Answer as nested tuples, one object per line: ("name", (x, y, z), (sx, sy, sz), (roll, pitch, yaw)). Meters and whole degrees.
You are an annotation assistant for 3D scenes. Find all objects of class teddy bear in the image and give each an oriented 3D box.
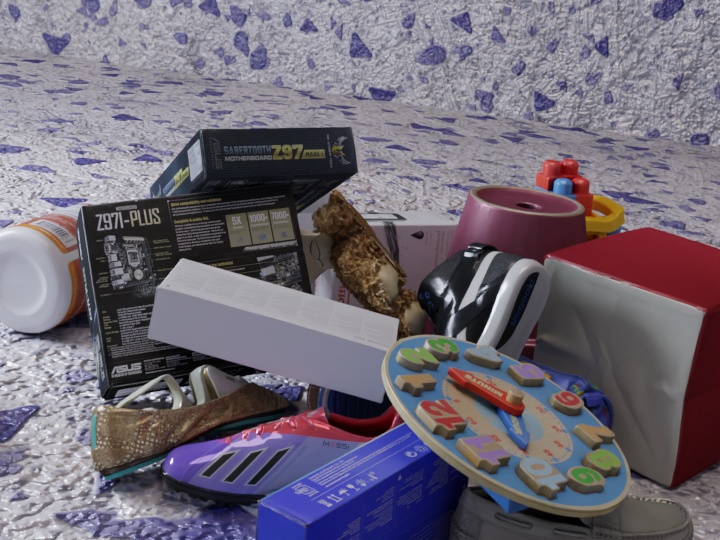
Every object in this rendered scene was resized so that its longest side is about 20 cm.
("teddy bear", (0.000, 0.000, 1.042), (0.201, 0.067, 0.145), (53, 5, 36))

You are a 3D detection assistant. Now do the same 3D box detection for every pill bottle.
("pill bottle", (-0.317, -0.012, 1.167), (0.110, 0.114, 0.200), (11, 17, 16))

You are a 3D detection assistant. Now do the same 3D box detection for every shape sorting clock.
("shape sorting clock", (0.107, 0.105, 0.768), (0.197, 0.040, 0.201), (19, 25, -9))

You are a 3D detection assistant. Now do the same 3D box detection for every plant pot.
("plant pot", (0.169, 0.010, 1.155), (0.197, 0.182, 0.200), (6, 16, -2))

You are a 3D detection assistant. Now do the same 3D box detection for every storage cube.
("storage cube", (0.280, 0.073, 1.007), (0.178, 0.174, 0.199), (-13, 26, -43))

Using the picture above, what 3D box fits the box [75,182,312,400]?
("box", (-0.152, 0.018, 0.978), (0.197, 0.166, 0.086), (-9, -11, -20))

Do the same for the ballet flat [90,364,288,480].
("ballet flat", (-0.140, 0.115, 0.884), (0.070, 0.066, 0.199), (-21, -5, 40))

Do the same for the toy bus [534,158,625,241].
("toy bus", (0.270, -0.041, 1.331), (0.197, 0.195, 0.135), (-1, 17, -27))

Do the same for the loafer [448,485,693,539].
("loafer", (0.160, 0.184, 0.779), (0.197, 0.071, 0.070), (-1, 18, -20))

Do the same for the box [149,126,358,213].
("box", (-0.112, -0.091, 1.059), (0.155, 0.052, 0.200), (-4, -9, -25))

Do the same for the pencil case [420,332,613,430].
("pencil case", (0.138, 0.111, 0.979), (0.077, 0.088, 0.199), (-4, 21, -41))

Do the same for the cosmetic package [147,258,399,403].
("cosmetic package", (-0.069, 0.049, 0.879), (0.197, 0.051, 0.083), (16, 15, 1))

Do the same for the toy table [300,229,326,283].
("toy table", (-0.107, 0.013, 1.155), (0.197, 0.119, 0.184), (-2, 19, -22))

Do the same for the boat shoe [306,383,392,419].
("boat shoe", (-0.008, 0.104, 0.996), (0.071, 0.074, 0.199), (9, 7, 25))

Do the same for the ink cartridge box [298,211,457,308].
("ink cartridge box", (0.009, -0.006, 1.255), (0.197, 0.118, 0.068), (-2, 17, -22))

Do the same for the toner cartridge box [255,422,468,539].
("toner cartridge box", (0.007, 0.172, 0.725), (0.043, 0.097, 0.199), (17, 20, 33))

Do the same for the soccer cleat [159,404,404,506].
("soccer cleat", (-0.058, 0.140, 0.837), (0.197, 0.074, 0.068), (3, 17, -12))

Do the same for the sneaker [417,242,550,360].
("sneaker", (0.082, 0.071, 0.948), (0.111, 0.202, 0.073), (22, -11, 47))

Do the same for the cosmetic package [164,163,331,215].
("cosmetic package", (-0.140, -0.046, 1.269), (0.197, 0.153, 0.052), (1, 17, -15))
